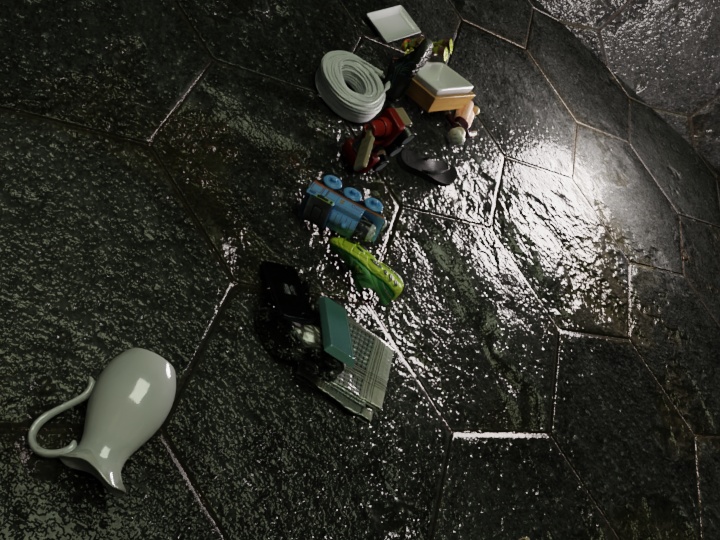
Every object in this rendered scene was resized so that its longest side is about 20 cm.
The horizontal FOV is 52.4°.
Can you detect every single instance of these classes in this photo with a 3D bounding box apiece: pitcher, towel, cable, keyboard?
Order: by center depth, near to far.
[{"bbox_3d":[-0.386,0.213,1.111,0.170,0.122,0.202,26,58,-4],"label":"pitcher"},{"bbox_3d":[-0.137,0.053,1.435,0.103,0.040,0.201,13,27,-26],"label":"keyboard"},{"bbox_3d":[-0.023,0.184,1.481,0.191,0.034,0.202,36,46,-16],"label":"towel"},{"bbox_3d":[-0.026,-0.479,1.898,0.199,0.069,0.202,33,47,-17],"label":"cable"}]

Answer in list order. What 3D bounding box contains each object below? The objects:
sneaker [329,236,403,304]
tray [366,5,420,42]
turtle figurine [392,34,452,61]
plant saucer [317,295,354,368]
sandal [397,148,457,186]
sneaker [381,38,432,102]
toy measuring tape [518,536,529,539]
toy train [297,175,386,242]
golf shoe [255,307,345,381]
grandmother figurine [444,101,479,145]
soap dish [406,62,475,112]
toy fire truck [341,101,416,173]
[{"bbox_3d":[0.000,0.000,1.594,0.199,0.084,0.074,40,21,15],"label":"sneaker"},{"bbox_3d":[0.098,-0.741,2.211,0.108,0.022,0.199,54,43,1],"label":"tray"},{"bbox_3d":[0.186,-0.655,2.138,0.159,0.065,0.200,9,31,21],"label":"turtle figurine"},{"bbox_3d":[-0.046,0.113,1.422,0.069,0.019,0.201,34,19,-21],"label":"plant saucer"},{"bbox_3d":[0.189,-0.277,1.961,0.198,0.043,0.077,10,56,-35],"label":"sandal"},{"bbox_3d":[0.118,-0.548,1.974,0.079,0.200,0.075,44,34,6],"label":"sneaker"},{"bbox_3d":[0.324,0.634,1.448,0.073,0.073,0.201,39,45,-12],"label":"toy measuring tape"},{"bbox_3d":[-0.038,-0.130,1.619,0.198,0.087,0.115,29,39,1],"label":"toy train"},{"bbox_3d":[-0.111,0.135,1.405,0.199,0.078,0.094,36,25,11],"label":"golf shoe"},{"bbox_3d":[0.296,-0.434,2.146,0.120,0.061,0.201,28,44,-7],"label":"grandmother figurine"},{"bbox_3d":[0.213,-0.523,2.090,0.198,0.082,0.157,-17,53,-45],"label":"soap dish"},{"bbox_3d":[0.018,-0.290,1.730,0.199,0.176,0.130,-21,77,-45],"label":"toy fire truck"}]
